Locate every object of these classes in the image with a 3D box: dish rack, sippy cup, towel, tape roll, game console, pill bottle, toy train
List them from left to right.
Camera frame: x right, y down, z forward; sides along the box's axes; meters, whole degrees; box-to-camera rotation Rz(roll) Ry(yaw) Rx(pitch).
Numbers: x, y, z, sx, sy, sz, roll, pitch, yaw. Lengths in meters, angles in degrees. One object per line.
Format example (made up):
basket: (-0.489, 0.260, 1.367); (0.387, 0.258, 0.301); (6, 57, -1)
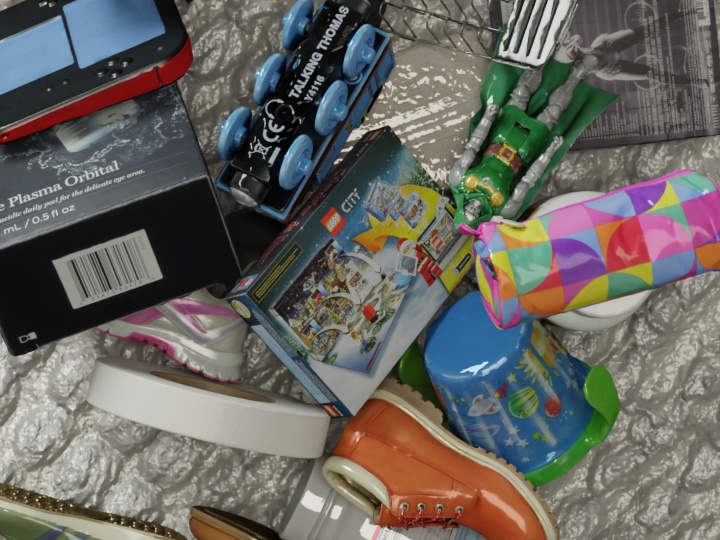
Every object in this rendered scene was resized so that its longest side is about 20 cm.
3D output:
game console: (-0.232, -0.185, 1.542); (0.176, 0.200, 0.031); (-19, 126, -4)
tape roll: (-0.123, 0.111, 1.541); (0.201, 0.203, 0.037); (14, 89, -4)
toy train: (-0.044, -0.131, 1.543); (0.086, 0.114, 0.201); (25, 76, 16)
towel: (0.031, -0.121, 1.619); (0.199, 0.034, 0.133); (-19, 81, -6)
pill bottle: (0.037, 0.230, 1.599); (0.199, 0.109, 0.109); (26, 89, -3)
dish rack: (0.091, -0.253, 1.587); (0.199, 0.054, 0.155); (18, 89, 26)
sippy cup: (0.118, 0.091, 1.565); (0.177, 0.140, 0.131); (-23, 131, 13)
pill bottle: (0.183, -0.008, 1.560); (0.113, 0.200, 0.115); (0, 90, -4)

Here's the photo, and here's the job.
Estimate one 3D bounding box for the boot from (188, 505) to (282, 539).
boot: (-0.094, 0.306, 1.616); (0.199, 0.077, 0.156); (34, 92, -11)

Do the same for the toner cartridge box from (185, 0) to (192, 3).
toner cartridge box: (-0.076, -0.302, 1.591); (0.199, 0.095, 0.043); (-35, 94, -2)

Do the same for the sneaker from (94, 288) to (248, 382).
sneaker: (-0.179, 0.020, 1.600); (0.199, 0.081, 0.089); (24, 88, -12)

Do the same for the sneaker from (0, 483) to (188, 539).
sneaker: (-0.252, 0.244, 1.598); (0.199, 0.067, 0.091); (15, 92, -2)

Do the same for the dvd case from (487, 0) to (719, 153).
dvd case: (0.216, -0.182, 1.652); (0.198, 0.016, 0.150); (-7, 92, -5)

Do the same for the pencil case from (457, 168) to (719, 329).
pencil case: (0.178, -0.018, 1.419); (0.198, 0.088, 0.089); (-13, 92, -5)

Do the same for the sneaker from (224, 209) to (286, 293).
sneaker: (-0.036, -0.006, 1.606); (0.199, 0.106, 0.075); (9, 116, -36)

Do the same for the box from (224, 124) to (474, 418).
box: (0.000, 0.000, 1.531); (0.137, 0.038, 0.200); (49, 62, -17)

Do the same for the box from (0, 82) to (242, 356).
box: (-0.220, -0.064, 1.522); (0.195, 0.201, 0.118); (-19, 134, -4)

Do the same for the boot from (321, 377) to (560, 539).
boot: (0.063, 0.187, 1.531); (0.199, 0.075, 0.107); (35, 55, 9)

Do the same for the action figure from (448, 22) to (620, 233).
action figure: (0.130, -0.109, 1.579); (0.118, 0.055, 0.201); (29, 66, 4)
